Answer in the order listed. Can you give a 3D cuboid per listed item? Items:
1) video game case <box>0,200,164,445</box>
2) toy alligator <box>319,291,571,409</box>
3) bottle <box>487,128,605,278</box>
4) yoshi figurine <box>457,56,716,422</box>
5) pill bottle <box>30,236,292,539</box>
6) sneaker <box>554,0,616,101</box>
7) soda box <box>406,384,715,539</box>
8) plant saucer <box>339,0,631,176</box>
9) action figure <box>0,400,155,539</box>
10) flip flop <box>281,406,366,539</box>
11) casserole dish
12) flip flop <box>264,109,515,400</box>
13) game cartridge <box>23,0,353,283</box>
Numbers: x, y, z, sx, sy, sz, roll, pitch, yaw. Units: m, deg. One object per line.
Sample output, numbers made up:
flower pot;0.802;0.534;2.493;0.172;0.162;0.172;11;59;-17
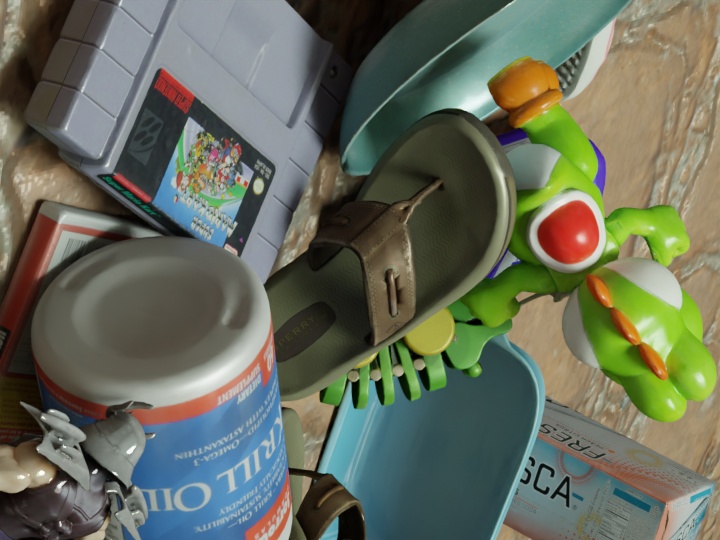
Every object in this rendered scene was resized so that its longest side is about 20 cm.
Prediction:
video game case;-0.143;0.070;1.062;0.143;0.017;0.201;12;102;-58
toy alligator;0.041;0.042;1.186;0.198;0.059;0.055;-9;90;-9
bottle;0.063;-0.030;1.242;0.199;0.065;0.084;-20;137;-48
yoshi figurine;0.117;-0.007;1.142;0.112;0.201;0.112;-25;167;-43
pill bottle;-0.090;0.093;1.034;0.112;0.112;0.201;-39;141;-33
sneaker;0.141;-0.199;1.225;0.104;0.075;0.202;-24;127;-40
soda box;0.108;0.117;1.289;0.068;0.199;0.064;-9;121;-55
plant saucer;0.064;-0.121;1.117;0.199;0.036;0.200;-32;170;-6
action figure;-0.172;0.112;0.923;0.199;0.070;0.130;-34;137;0
flip flop;-0.023;0.149;1.158;0.057;0.200;0.082;-12;121;-3
casserole dish;0.042;0.109;1.264;0.039;0.121;0.201;-12;126;-59
flip flop;0.000;0.000;1.090;0.200;0.081;0.058;-40;174;26
game cartridge;-0.074;-0.082;1.021;0.200;0.038;0.130;40;66;-58
